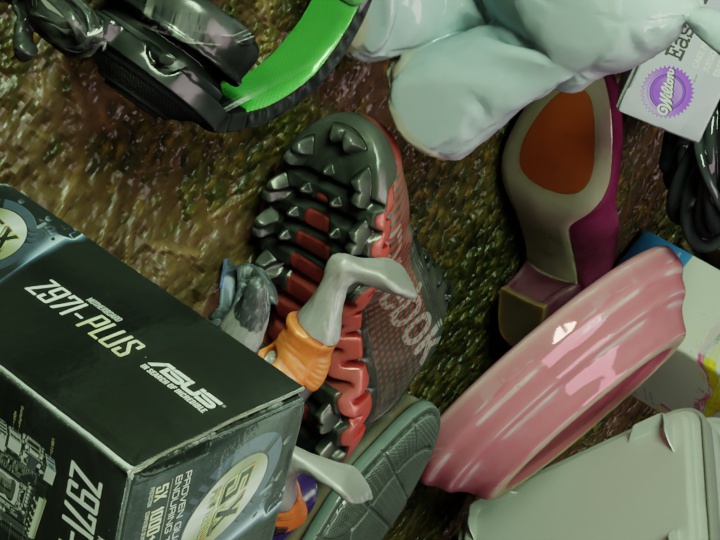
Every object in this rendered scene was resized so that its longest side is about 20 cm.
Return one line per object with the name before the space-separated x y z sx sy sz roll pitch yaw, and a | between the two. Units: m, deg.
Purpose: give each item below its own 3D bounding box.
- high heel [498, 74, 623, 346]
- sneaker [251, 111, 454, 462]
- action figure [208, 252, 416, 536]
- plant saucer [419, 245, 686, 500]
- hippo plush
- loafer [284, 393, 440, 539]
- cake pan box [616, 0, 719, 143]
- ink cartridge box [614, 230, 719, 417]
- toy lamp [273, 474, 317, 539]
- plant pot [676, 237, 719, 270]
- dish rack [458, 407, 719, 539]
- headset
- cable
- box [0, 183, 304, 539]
high heel | 0.125 -0.051 0.999 0.096 0.067 0.201 -40 154 -41
sneaker | 0.000 0.000 0.837 0.098 0.071 0.202 -34 145 -36
action figure | -0.067 0.052 0.717 0.104 0.202 0.193 31 133 -34
plant saucer | 0.118 0.068 1.028 0.200 0.051 0.201 -37 167 -10
hippo plush | 0.088 -0.156 0.760 0.161 0.198 0.161 -51 124 -52
loafer | -0.035 0.140 0.929 0.201 0.063 0.072 -53 150 -17
cake pan box | 0.189 -0.175 0.910 0.184 0.052 0.202 -55 168 -72
ink cartridge box | 0.255 0.071 1.163 0.067 0.199 0.117 -48 149 -17
toy lamp | -0.097 0.128 0.824 0.199 0.058 0.059 -16 130 -47
plant pot | 0.338 -0.024 1.229 0.198 0.200 0.201 -42 148 -14
dish rack | 0.131 0.165 1.044 0.044 0.199 0.172 47 30 -26
headset | -0.055 -0.104 0.631 0.199 0.094 0.125 -8 124 -48
cable | 0.215 -0.102 0.991 0.201 0.050 0.164 -64 176 -54
box | -0.122 0.097 0.642 0.086 0.163 0.202 -20 133 -47
